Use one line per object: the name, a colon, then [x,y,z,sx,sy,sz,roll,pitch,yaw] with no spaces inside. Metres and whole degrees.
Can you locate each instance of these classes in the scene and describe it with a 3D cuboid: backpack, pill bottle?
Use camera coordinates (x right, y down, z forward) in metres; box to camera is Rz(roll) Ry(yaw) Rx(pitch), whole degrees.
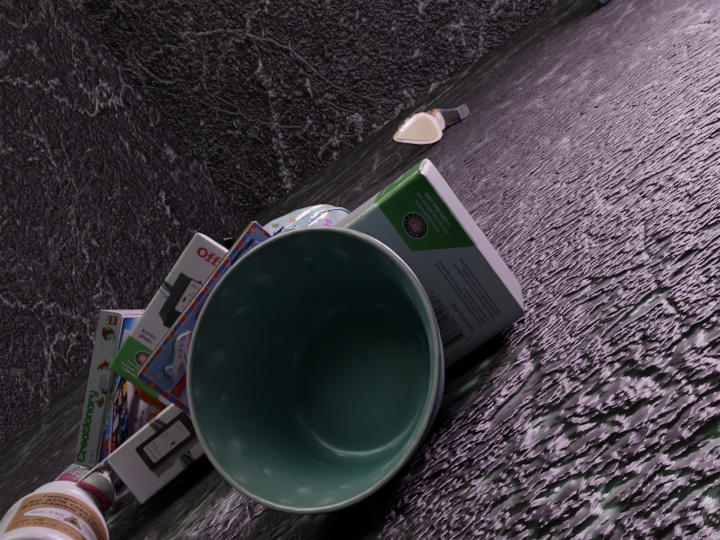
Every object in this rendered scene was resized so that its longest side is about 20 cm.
backpack: [-0.085,-0.009,1.498,0.126,0.167,0.200,2,32,48]
pill bottle: [-0.312,0.282,1.031,0.114,0.114,0.200,-39,10,-2]

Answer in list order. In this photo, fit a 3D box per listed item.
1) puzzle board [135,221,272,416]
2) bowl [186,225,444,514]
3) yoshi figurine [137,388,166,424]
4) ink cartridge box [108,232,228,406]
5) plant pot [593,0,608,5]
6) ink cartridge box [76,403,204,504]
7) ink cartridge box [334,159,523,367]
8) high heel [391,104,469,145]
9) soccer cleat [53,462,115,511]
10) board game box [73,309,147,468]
puzzle board: [-0.120,0.071,1.092,0.200,0.151,0.017,-54,30,-10]
bowl: [-0.018,0.077,0.764,0.201,0.201,0.105,-36,-24,13]
yoshi figurine: [-0.238,0.141,1.456,0.112,0.112,0.200,-38,4,43]
ink cartridge box: [-0.193,0.073,1.283,0.200,0.146,0.083,-58,-1,-5]
plant pot: [0.545,-0.696,2.243,0.196,0.200,0.200,-45,8,14]
ink cartridge box: [-0.212,0.193,1.173,0.200,0.068,0.116,-39,-1,-2]
ink cartridge box: [0.016,0.025,0.874,0.200,0.147,0.083,-35,7,14]
high heel: [0.125,-0.305,2.250,0.200,0.072,0.142,-25,9,-27]
soccer cleat: [-0.359,0.274,1.360,0.200,0.070,0.086,-26,24,56]
board game box: [-0.317,0.152,1.366,0.126,0.034,0.201,10,-90,-76]
